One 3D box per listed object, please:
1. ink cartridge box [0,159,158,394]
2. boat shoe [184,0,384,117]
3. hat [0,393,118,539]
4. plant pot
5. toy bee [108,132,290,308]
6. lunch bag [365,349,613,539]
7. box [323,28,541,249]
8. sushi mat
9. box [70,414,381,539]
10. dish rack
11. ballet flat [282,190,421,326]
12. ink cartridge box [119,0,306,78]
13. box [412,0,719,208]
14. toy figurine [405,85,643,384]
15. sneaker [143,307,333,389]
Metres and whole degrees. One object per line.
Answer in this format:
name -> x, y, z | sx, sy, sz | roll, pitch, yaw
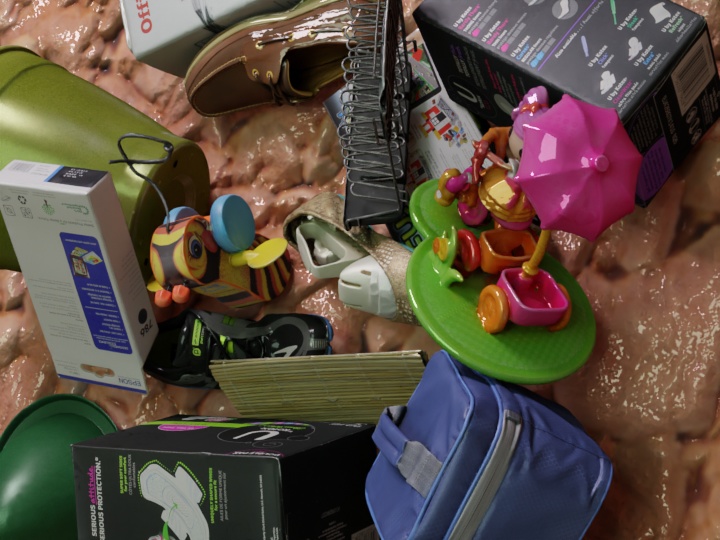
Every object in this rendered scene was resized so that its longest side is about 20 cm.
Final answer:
ink cartridge box -> -0.226, 0.006, 1.435 | 0.099, 0.039, 0.201 | 8, 127, 27
boat shoe -> -0.066, -0.175, 1.483 | 0.200, 0.072, 0.068 | -22, 50, 24
hat -> -0.313, 0.196, 1.503 | 0.165, 0.176, 0.201 | -6, 77, 30
plant pot -> -0.241, -0.074, 1.522 | 0.192, 0.200, 0.201 | 17, 89, 20
toy bee -> -0.135, -0.009, 1.418 | 0.131, 0.200, 0.109 | -29, 46, 48
lunch bag -> 0.078, 0.142, 1.268 | 0.132, 0.200, 0.136 | 28, 95, -12
box -> 0.057, -0.086, 1.423 | 0.110, 0.035, 0.200 | -35, 65, 20
sushi mat -> -0.019, 0.099, 1.405 | 0.199, 0.096, 0.012 | -5, 47, 30
box -> -0.104, 0.187, 1.387 | 0.199, 0.148, 0.125 | 1, 96, 31
dish rack -> 0.011, -0.134, 1.321 | 0.054, 0.200, 0.154 | 1, 67, 5
ballet flat -> 0.000, 0.000, 1.394 | 0.200, 0.065, 0.071 | 37, 143, 51
ink cartridge box -> -0.111, -0.273, 1.531 | 0.199, 0.083, 0.147 | -19, 71, 26
box -> 0.156, -0.156, 1.312 | 0.200, 0.122, 0.106 | 32, 75, 30
toy figurine -> 0.123, -0.054, 1.243 | 0.184, 0.150, 0.200 | -64, 37, 42
sneaker -> -0.111, 0.069, 1.464 | 0.199, 0.083, 0.071 | -3, 79, 30
